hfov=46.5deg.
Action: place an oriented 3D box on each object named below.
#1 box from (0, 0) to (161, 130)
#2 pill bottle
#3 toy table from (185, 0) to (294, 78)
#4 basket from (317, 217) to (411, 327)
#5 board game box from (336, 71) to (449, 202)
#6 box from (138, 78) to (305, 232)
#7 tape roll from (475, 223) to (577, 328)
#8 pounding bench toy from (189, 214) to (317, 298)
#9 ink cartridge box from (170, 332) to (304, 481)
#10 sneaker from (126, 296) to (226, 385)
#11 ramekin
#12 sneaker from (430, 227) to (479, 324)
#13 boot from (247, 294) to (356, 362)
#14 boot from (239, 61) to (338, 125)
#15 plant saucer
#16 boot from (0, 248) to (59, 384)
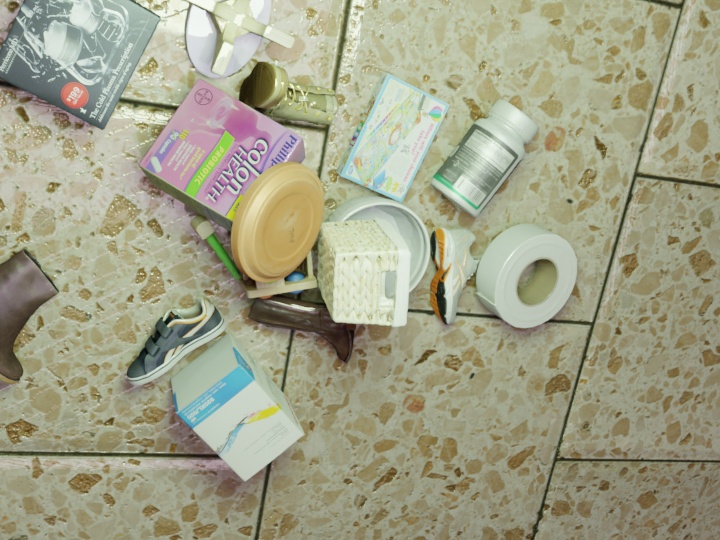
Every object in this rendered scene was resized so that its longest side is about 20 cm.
[{"bbox_3d":[-0.437,-0.351,1.294,0.182,0.104,0.200,26,99,-23],"label":"box"},{"bbox_3d":[0.231,-0.208,1.553,0.113,0.113,0.200,36,95,-25],"label":"pill bottle"},{"bbox_3d":[-0.203,-0.402,1.344,0.184,0.117,0.200,8,105,-20],"label":"toy table"},{"bbox_3d":[0.000,0.000,1.396,0.123,0.200,0.136,-1,109,-10],"label":"basket"},{"bbox_3d":[0.058,-0.241,1.530,0.134,0.034,0.200,22,101,-23],"label":"board game box"},{"bbox_3d":[-0.220,-0.177,1.359,0.200,0.097,0.176,31,79,5],"label":"box"},{"bbox_3d":[0.330,0.011,1.668,0.202,0.071,0.203,-12,117,-24],"label":"tape roll"},{"bbox_3d":[-0.190,-0.031,1.476,0.200,0.124,0.156,-9,112,-15],"label":"pounding bench toy"},{"bbox_3d":[-0.228,0.252,1.553,0.145,0.147,0.200,-38,115,-1],"label":"ink cartridge box"},{"bbox_3d":[-0.345,0.121,1.509,0.200,0.078,0.079,-36,121,-15],"label":"sneaker"},{"bbox_3d":[0.018,-0.044,1.549,0.200,0.105,0.200,-6,111,-16],"label":"ramekin"},{"bbox_3d":[0.191,0.011,1.644,0.092,0.076,0.200,-8,112,-20],"label":"sneaker"},{"bbox_3d":[-0.110,0.106,1.584,0.200,0.064,0.186,5,141,-1],"label":"boot"},{"bbox_3d":[-0.106,-0.285,1.375,0.155,0.200,0.073,6,87,-21],"label":"boot"},{"bbox_3d":[-0.123,-0.073,1.336,0.200,0.032,0.200,-35,138,-39],"label":"plant saucer"},{"bbox_3d":[-0.583,0.081,1.419,0.166,0.072,0.200,-29,111,-3],"label":"boot"}]
